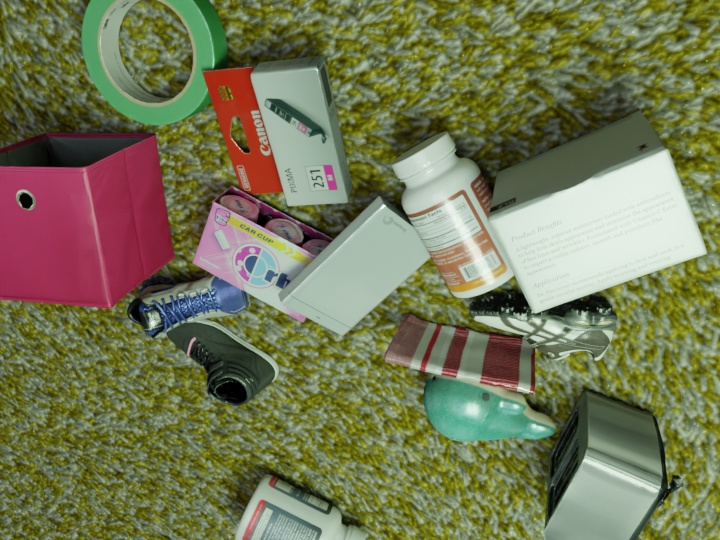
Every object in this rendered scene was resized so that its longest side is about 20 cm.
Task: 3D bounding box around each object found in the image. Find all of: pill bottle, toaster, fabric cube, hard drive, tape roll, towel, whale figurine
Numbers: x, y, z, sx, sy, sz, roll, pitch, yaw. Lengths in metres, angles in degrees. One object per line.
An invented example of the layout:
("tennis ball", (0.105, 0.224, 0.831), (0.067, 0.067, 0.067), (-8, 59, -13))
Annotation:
("pill bottle", (-0.098, 0.441, 1.198), (0.200, 0.120, 0.120), (25, 116, 4))
("pill bottle", (0.125, -0.074, 0.932), (0.112, 0.112, 0.200), (-25, 103, 23))
("toaster", (0.338, 0.284, 0.983), (0.118, 0.181, 0.200), (22, 116, 7))
("fabric cube", (-0.411, -0.080, 1.024), (0.196, 0.200, 0.200), (4, 114, 12))
("hard drive", (0.000, 0.000, 0.990), (0.200, 0.027, 0.132), (-43, 132, 16))
("tape roll", (-0.285, -0.305, 0.983), (0.200, 0.048, 0.201), (5, 112, 12))
("towel", (0.143, 0.113, 0.985), (0.199, 0.144, 0.023), (11, 110, 11))
("whale figurine", (0.181, 0.208, 1.019), (0.200, 0.104, 0.159), (30, 158, -18))

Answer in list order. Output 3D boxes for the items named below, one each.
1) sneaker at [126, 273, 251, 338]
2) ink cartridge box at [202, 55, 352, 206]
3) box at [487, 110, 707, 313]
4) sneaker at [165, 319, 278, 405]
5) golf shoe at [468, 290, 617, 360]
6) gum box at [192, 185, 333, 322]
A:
("sneaker", (-0.275, 0.059, 1.091), (0.199, 0.115, 0.081), (-6, 111, 17))
("ink cartridge box", (-0.114, -0.180, 0.963), (0.173, 0.044, 0.200), (-2, 127, 15))
("box", (0.272, -0.074, 0.844), (0.199, 0.200, 0.131), (-22, 107, 22))
("sneaker", (-0.235, 0.143, 1.125), (0.200, 0.099, 0.071), (26, 118, 5))
("golf shoe", (0.248, 0.083, 0.983), (0.199, 0.078, 0.095), (5, 113, 14))
("gum box", (-0.132, -0.021, 1.041), (0.200, 0.066, 0.114), (28, 122, 1))
